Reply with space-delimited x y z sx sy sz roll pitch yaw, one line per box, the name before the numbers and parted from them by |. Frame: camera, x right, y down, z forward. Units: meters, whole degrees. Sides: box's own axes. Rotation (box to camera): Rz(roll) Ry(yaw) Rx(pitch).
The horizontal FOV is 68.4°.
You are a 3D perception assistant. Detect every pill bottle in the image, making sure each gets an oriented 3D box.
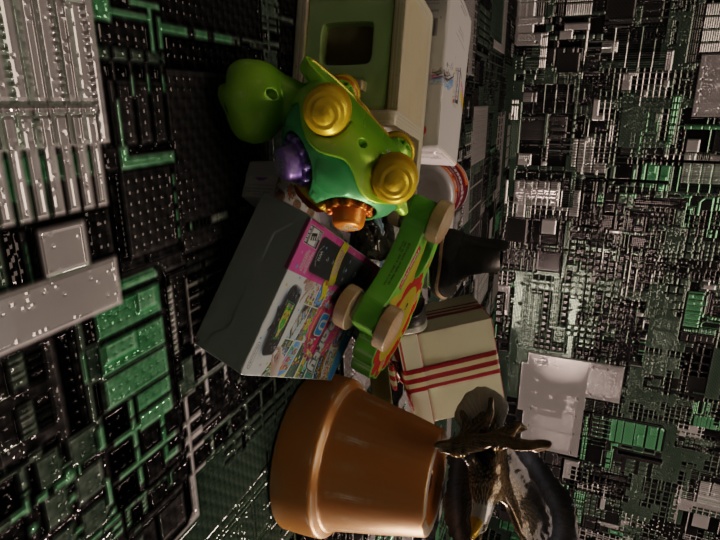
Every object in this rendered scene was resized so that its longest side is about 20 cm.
pill bottle | 0.143 -0.155 1.009 0.200 0.111 0.115 -35 128 -63

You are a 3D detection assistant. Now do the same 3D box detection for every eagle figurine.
eagle figurine | 0.157 0.260 0.628 0.150 0.151 0.202 -35 120 -16

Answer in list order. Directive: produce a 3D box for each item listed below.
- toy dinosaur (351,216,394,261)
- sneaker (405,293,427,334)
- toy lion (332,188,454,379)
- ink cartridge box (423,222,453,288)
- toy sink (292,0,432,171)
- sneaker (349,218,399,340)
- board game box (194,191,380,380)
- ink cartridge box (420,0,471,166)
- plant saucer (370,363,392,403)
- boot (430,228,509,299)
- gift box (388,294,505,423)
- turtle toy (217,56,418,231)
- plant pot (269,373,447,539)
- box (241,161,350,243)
toy dinosaur | 0.026 -0.047 0.701 0.199 0.047 0.089 12 51 -62
sneaker | 0.068 0.026 0.900 0.201 0.073 0.108 -91 173 -69
toy lion | 0.043 0.027 0.621 0.203 0.068 0.192 -62 163 -10
ink cartridge box | 0.135 -0.054 1.079 0.200 0.066 0.120 -36 131 -62
toy sink | -0.001 -0.200 0.594 0.112 0.128 0.205 -9 106 -68
sneaker | 0.000 0.000 0.757 0.086 0.076 0.204 27 64 -55
board game box | -0.060 0.030 0.547 0.150 0.063 0.200 -64 157 -3
ink cartridge box | 0.058 -0.253 0.707 0.144 0.144 0.205 -5 101 -69
plant saucer | 0.030 0.160 0.838 0.200 0.030 0.205 -7 90 -88
boot | 0.204 0.003 0.995 0.201 0.136 0.079 68 38 -57
gift box | 0.141 0.169 0.938 0.185 0.183 0.204 -86 165 -83
turtle toy | -0.033 -0.114 0.469 0.200 0.101 0.146 42 20 -12
plant pot | 0.011 0.247 0.678 0.200 0.180 0.205 7 90 -69
box | -0.064 -0.059 0.592 0.200 0.041 0.040 42 58 -64
